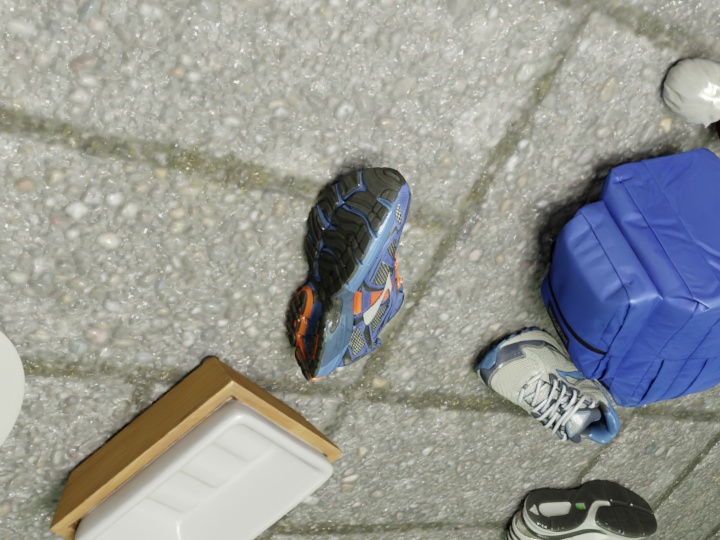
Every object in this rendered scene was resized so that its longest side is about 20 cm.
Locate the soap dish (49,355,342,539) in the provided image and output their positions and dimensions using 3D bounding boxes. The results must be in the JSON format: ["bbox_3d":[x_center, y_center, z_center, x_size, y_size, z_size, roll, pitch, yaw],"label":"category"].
[{"bbox_3d":[-0.138,0.173,0.759,0.200,0.081,0.157,-39,135,9],"label":"soap dish"}]

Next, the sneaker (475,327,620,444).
[{"bbox_3d":[0.196,0.122,0.884,0.199,0.085,0.077,23,116,-39],"label":"sneaker"}]

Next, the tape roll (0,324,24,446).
[{"bbox_3d":[-0.324,0.095,0.586,0.202,0.037,0.204,-30,143,-25],"label":"tape roll"}]

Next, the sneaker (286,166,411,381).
[{"bbox_3d":[0.000,0.000,0.694,0.078,0.076,0.201,-10,141,-31],"label":"sneaker"}]

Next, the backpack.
[{"bbox_3d":[0.243,0.018,0.769,0.166,0.164,0.201,-11,146,-6],"label":"backpack"}]

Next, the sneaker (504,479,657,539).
[{"bbox_3d":[0.268,0.327,1.127,0.199,0.076,0.116,7,134,-22],"label":"sneaker"}]

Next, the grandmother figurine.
[{"bbox_3d":[0.336,-0.142,0.745,0.198,0.060,0.122,1,101,-25],"label":"grandmother figurine"}]
